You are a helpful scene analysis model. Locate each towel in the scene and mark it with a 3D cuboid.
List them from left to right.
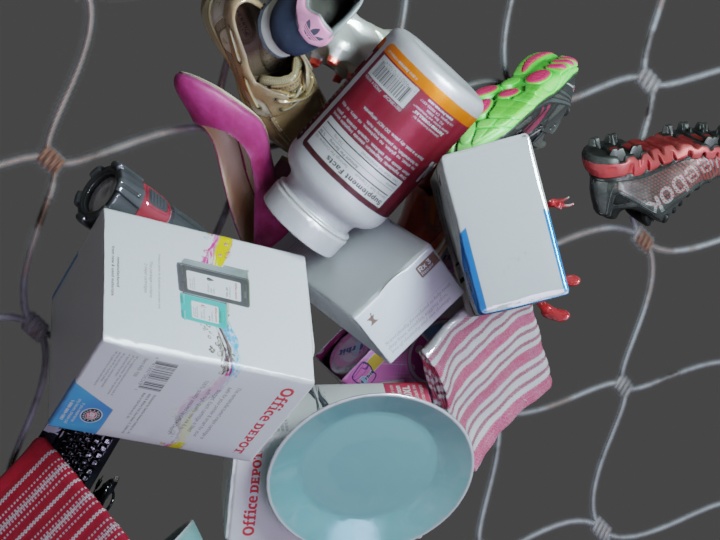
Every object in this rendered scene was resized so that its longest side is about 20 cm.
[{"bbox_3d":[-0.289,0.262,1.637,0.145,0.200,0.022,-46,147,-1],"label":"towel"},{"bbox_3d":[0.132,0.097,1.799,0.146,0.030,0.200,-44,142,-22],"label":"towel"}]

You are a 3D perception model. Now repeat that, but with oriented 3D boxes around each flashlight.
[{"bbox_3d":[-0.175,-0.024,1.666,0.200,0.068,0.068,39,79,-38],"label":"flashlight"}]

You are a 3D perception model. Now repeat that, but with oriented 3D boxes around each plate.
[{"bbox_3d":[0.009,0.188,1.700,0.200,0.026,0.200,-5,125,-7],"label":"plate"}]

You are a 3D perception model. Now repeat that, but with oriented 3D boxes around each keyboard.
[{"bbox_3d":[-0.280,0.213,1.716,0.104,0.040,0.200,28,96,-33],"label":"keyboard"}]

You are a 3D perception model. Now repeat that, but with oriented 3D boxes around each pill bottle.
[{"bbox_3d":[0.008,-0.113,1.628,0.113,0.113,0.200,36,103,-34],"label":"pill bottle"}]

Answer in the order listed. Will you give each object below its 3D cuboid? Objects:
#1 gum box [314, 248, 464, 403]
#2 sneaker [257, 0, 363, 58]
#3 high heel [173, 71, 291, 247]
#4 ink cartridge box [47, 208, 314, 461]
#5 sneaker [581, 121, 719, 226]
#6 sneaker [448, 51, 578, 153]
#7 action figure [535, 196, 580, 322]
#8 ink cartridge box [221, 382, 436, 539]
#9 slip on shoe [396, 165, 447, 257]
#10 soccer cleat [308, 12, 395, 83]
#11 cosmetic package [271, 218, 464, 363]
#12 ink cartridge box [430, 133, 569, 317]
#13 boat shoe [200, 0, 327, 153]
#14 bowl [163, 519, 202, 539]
[{"bbox_3d":[0.067,0.062,1.823,0.200,0.066,0.114,-45,125,-5],"label":"gum box"},{"bbox_3d":[-0.009,-0.268,1.613,0.070,0.082,0.200,48,60,-30],"label":"sneaker"},{"bbox_3d":[-0.125,-0.098,1.660,0.096,0.067,0.200,-55,137,-10],"label":"high heel"},{"bbox_3d":[-0.162,0.062,1.609,0.200,0.146,0.147,14,139,-24],"label":"ink cartridge box"},{"bbox_3d":[0.324,-0.100,1.895,0.200,0.071,0.098,-11,114,-22],"label":"sneaker"},{"bbox_3d":[0.154,-0.146,1.751,0.200,0.077,0.084,-33,127,-40],"label":"sneaker"},{"bbox_3d":[0.187,-0.016,1.811,0.200,0.099,0.065,41,59,-46],"label":"action figure"},{"bbox_3d":[-0.034,0.190,1.763,0.200,0.084,0.145,0,127,-11],"label":"ink cartridge box"},{"bbox_3d":[0.064,-0.055,1.776,0.061,0.074,0.200,44,80,-28],"label":"slip on shoe"},{"bbox_3d":[0.033,-0.185,1.710,0.200,0.069,0.078,38,71,-37],"label":"soccer cleat"},{"bbox_3d":[0.000,0.000,1.683,0.102,0.200,0.074,-43,124,-6],"label":"cosmetic package"},{"bbox_3d":[0.123,-0.035,1.632,0.084,0.200,0.146,-15,87,-1],"label":"ink cartridge box"},{"bbox_3d":[-0.078,-0.175,1.653,0.071,0.065,0.200,-41,123,-8],"label":"boat shoe"},{"bbox_3d":[-0.198,0.342,1.700,0.201,0.201,0.105,-44,90,-6],"label":"bowl"}]
